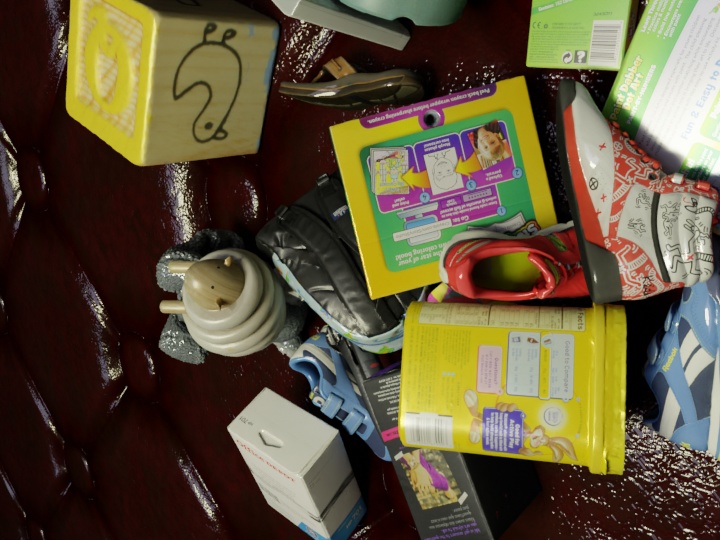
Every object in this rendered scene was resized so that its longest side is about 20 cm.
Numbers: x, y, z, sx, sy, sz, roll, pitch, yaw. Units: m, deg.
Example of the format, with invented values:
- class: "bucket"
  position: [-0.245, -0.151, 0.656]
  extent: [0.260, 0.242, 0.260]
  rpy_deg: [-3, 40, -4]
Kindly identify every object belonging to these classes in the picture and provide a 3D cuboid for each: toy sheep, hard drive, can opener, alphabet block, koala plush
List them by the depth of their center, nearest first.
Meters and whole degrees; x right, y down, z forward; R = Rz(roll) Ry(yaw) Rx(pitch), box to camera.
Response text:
- class: "hard drive"
  position: [-0.042, -0.295, 0.701]
  extent: [0.132, 0.199, 0.027]
  rpy_deg: [50, 120, 18]
- class: "toy sheep"
  position: [-0.155, 0.041, 0.809]
  extent: [0.136, 0.200, 0.140]
  rpy_deg: [-4, 70, 12]
- class: "can opener"
  position: [0.011, 0.122, 0.831]
  extent: [0.064, 0.078, 0.202]
  rpy_deg: [105, 146, -60]
- class: "alphabet block"
  position: [-0.254, -0.272, 0.898]
  extent: [0.195, 0.199, 0.198]
  rpy_deg: [32, 122, 30]
- class: "koala plush"
  position: [-0.161, 0.039, 0.959]
  extent: [0.197, 0.184, 0.179]
  rpy_deg: [17, 124, 14]

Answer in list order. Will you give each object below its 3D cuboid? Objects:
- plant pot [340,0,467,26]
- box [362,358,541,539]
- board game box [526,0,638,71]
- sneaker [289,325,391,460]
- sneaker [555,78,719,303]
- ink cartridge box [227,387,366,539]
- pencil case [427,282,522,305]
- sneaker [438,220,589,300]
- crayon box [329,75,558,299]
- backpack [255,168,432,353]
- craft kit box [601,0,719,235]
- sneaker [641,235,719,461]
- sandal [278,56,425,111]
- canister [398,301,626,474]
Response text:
- class: "plant pot"
  position: [0.052, -0.351, 0.621]
  extent: [0.200, 0.199, 0.198]
  rpy_deg: [37, 132, 28]
- class: "box"
  position: [0.106, 0.191, 0.765]
  extent: [0.105, 0.122, 0.202]
  rpy_deg: [-22, 88, 42]
- class: "board game box"
  position: [0.206, -0.288, 0.601]
  extent: [0.095, 0.030, 0.203]
  rpy_deg: [16, 115, 37]
- class: "sneaker"
  position: [-0.019, 0.172, 0.882]
  extent: [0.201, 0.082, 0.074]
  rpy_deg: [52, 142, 19]
- class: "sneaker"
  position: [0.232, -0.076, 0.566]
  extent: [0.106, 0.067, 0.204]
  rpy_deg: [-9, 71, 12]
- class: "ink cartridge box"
  position: [-0.085, 0.281, 0.937]
  extent: [0.145, 0.086, 0.202]
  rpy_deg: [22, 141, 35]
- class: "pencil case"
  position: [0.158, 0.077, 0.716]
  extent: [0.201, 0.088, 0.089]
  rpy_deg: [52, 130, 19]
- class: "sneaker"
  position: [0.172, 0.002, 0.611]
  extent: [0.197, 0.085, 0.078]
  rpy_deg: [-6, 105, -2]
- class: "crayon box"
  position: [0.084, -0.081, 0.672]
  extent: [0.197, 0.058, 0.175]
  rpy_deg: [-14, 95, 0]
- class: "backpack"
  position: [0.000, 0.000, 0.785]
  extent: [0.200, 0.163, 0.154]
  rpy_deg: [43, 169, 36]
- class: "craft kit box"
  position: [0.307, -0.135, 0.546]
  extent: [0.196, 0.048, 0.202]
  rpy_deg: [33, 122, 28]
- class: "sneaker"
  position: [0.293, 0.069, 0.598]
  extent: [0.082, 0.073, 0.203]
  rpy_deg: [7, 106, 42]
- class: "sandal"
  position: [-0.011, -0.224, 0.782]
  extent: [0.198, 0.081, 0.055]
  rpy_deg: [5, 90, 42]
- class: "canister"
  position: [0.141, 0.103, 0.627]
  extent: [0.197, 0.086, 0.151]
  rpy_deg: [2, 80, 17]
